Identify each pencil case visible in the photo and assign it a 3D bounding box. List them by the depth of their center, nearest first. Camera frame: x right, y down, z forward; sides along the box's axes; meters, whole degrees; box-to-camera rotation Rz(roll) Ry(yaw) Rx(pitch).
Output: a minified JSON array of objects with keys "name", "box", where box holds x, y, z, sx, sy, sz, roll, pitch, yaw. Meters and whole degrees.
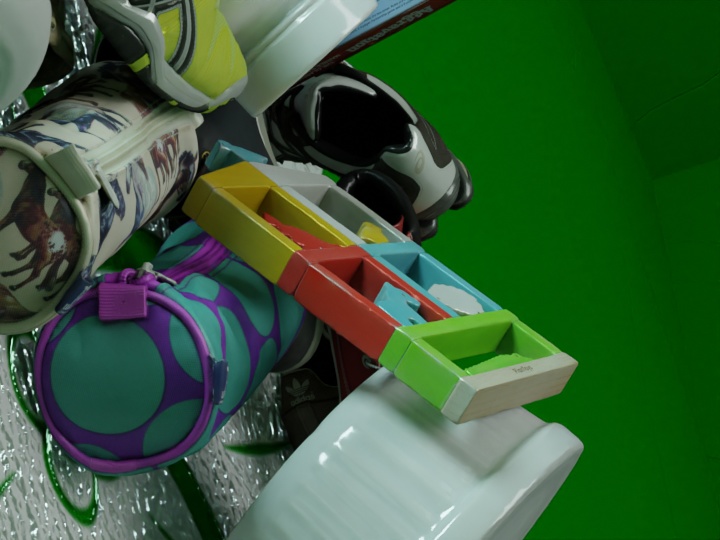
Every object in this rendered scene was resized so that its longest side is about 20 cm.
[{"name":"pencil case","box":[-0.123,-0.037,0.878,0.200,0.089,0.078,-60,128,-73]},{"name":"pencil case","box":[-0.082,0.027,0.966,0.200,0.084,0.093,-48,150,-75]}]

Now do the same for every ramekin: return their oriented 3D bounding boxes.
[{"name":"ramekin","box":[0.009,0.130,0.995,0.094,0.203,0.202,40,9,12]}]

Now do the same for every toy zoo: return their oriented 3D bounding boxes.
[{"name":"toy zoo","box":[0.000,0.000,0.989,0.199,0.021,0.131,37,17,19]}]

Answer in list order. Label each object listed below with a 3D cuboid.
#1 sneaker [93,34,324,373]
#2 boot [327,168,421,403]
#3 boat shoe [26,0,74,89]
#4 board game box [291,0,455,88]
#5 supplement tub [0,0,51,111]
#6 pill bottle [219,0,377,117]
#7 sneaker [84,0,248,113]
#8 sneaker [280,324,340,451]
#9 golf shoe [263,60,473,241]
[{"name":"sneaker","box":[-0.087,-0.036,1.090,0.106,0.074,0.202,-17,88,-66]},{"name":"boot","box":[0.019,0.052,1.108,0.145,0.072,0.201,89,-12,-59]},{"name":"boat shoe","box":[-0.160,-0.098,0.856,0.200,0.072,0.066,-53,123,-80]},{"name":"board game box","box":[-0.039,-0.155,1.132,0.019,0.199,0.104,5,66,-53]},{"name":"supplement tub","box":[-0.182,-0.148,0.678,0.140,0.139,0.202,40,35,-65]},{"name":"pill bottle","box":[-0.087,-0.178,1.018,0.200,0.112,0.113,48,17,-6]},{"name":"sneaker","box":[-0.093,-0.144,0.891,0.200,0.076,0.076,53,3,-47]},{"name":"sneaker","box":[-0.008,0.048,1.265,0.200,0.070,0.076,-80,148,-63]},{"name":"golf shoe","box":[-0.022,-0.098,1.192,0.199,0.078,0.095,31,-14,29]}]
